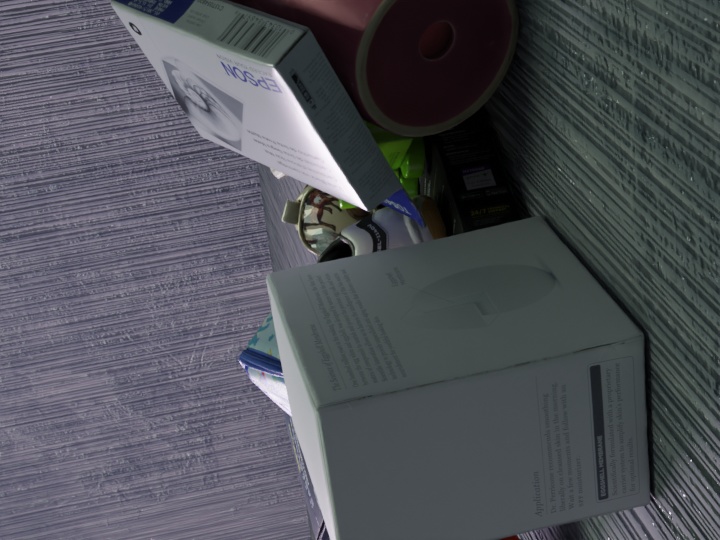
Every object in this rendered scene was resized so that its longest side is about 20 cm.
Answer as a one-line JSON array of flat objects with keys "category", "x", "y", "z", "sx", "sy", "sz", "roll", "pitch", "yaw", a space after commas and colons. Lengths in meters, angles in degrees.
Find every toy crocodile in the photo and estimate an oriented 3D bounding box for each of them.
[{"category": "toy crocodile", "x": 0.012, "y": -0.092, "z": 1.173, "sx": 0.200, "sy": 0.067, "sz": 0.062, "roll": 100, "pitch": 165, "yaw": -78}]

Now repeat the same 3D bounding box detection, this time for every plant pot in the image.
[{"category": "plant pot", "x": 0.011, "y": -0.191, "z": 1.040, "sx": 0.179, "sy": 0.198, "sz": 0.201, "roll": 49, "pitch": 152, "yaw": 45}]

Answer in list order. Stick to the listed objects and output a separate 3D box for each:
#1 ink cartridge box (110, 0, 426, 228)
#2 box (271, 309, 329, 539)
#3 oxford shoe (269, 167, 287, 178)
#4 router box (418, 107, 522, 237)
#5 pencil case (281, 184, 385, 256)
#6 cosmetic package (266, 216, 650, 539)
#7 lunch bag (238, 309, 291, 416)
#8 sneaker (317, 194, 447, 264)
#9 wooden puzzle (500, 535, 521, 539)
[{"category": "ink cartridge box", "x": -0.065, "y": -0.110, "z": 1.050, "sx": 0.199, "sy": 0.041, "sz": 0.200, "roll": 26, "pitch": 160, "yaw": 44}, {"category": "box", "x": -0.041, "y": 0.145, "z": 1.411, "sx": 0.158, "sy": 0.051, "sz": 0.202, "roll": 103, "pitch": 152, "yaw": -71}, {"category": "oxford shoe", "x": -0.008, "y": -0.139, "z": 1.245, "sx": 0.075, "sy": 0.199, "sz": 0.058, "roll": -21, "pitch": -93, "yaw": -55}, {"category": "router box", "x": 0.083, "y": -0.015, "z": 1.173, "sx": 0.201, "sy": 0.051, "sz": 0.150, "roll": 89, "pitch": 169, "yaw": -50}, {"category": "pencil case", "x": -0.005, "y": -0.077, "z": 1.381, "sx": 0.200, "sy": 0.089, "sz": 0.078, "roll": -60, "pitch": -4, "yaw": -66}, {"category": "cosmetic package", "x": 0.056, "y": 0.072, "z": 0.950, "sx": 0.200, "sy": 0.198, "sz": 0.124, "roll": -116, "pitch": 18, "yaw": -65}, {"category": "lunch bag", "x": 0.000, "y": 0.112, "z": 1.237, "sx": 0.200, "sy": 0.083, "sz": 0.160, "roll": 42, "pitch": 168, "yaw": -25}, {"category": "sneaker", "x": 0.000, "y": 0.000, "z": 1.163, "sx": 0.200, "sy": 0.087, "sz": 0.076, "roll": 118, "pitch": 133, "yaw": -64}, {"category": "wooden puzzle", "x": 0.071, "y": 0.204, "z": 1.153, "sx": 0.200, "sy": 0.037, "sz": 0.185, "roll": 45, "pitch": 160, "yaw": -15}]
